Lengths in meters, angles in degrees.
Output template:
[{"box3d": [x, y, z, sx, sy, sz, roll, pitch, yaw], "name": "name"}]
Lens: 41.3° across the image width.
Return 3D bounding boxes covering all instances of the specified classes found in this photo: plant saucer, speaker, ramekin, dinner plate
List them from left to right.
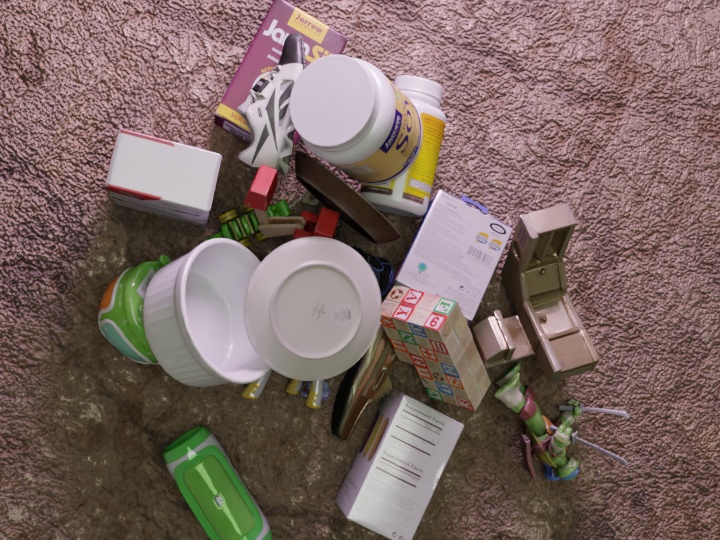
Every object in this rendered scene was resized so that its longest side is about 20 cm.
[{"box3d": [-0.208, 0.065, 1.327, 0.097, 0.200, 0.203, -17, 94, 34], "name": "ramekin"}, {"box3d": [-0.214, 0.337, 1.433, 0.088, 0.088, 0.202, -32, 96, -9], "name": "speaker"}, {"box3d": [-0.063, 0.055, 1.317, 0.197, 0.024, 0.203, -3, 99, -17], "name": "dinner plate"}, {"box3d": [-0.027, -0.101, 1.409, 0.200, 0.200, 0.035, 41, 87, -8], "name": "plant saucer"}]

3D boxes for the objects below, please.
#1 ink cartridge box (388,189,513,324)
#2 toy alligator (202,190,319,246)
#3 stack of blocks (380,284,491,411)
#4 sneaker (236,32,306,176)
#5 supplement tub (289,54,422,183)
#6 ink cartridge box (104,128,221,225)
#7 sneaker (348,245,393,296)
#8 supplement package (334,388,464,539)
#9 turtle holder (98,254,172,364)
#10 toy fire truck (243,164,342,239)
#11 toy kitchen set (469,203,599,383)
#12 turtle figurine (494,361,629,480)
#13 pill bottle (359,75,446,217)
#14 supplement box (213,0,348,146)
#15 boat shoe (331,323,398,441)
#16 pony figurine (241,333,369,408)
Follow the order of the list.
[{"box3d": [0.147, -0.029, 1.483, 0.135, 0.076, 0.202, 27, 73, -2], "name": "ink cartridge box"}, {"box3d": [-0.148, -0.081, 1.459, 0.198, 0.054, 0.060, -25, 95, -10], "name": "toy alligator"}, {"box3d": [0.113, 0.119, 1.446, 0.059, 0.114, 0.201, -54, 138, -27], "name": "stack of blocks"}, {"box3d": [-0.128, -0.242, 1.349, 0.087, 0.074, 0.203, 10, 89, -12], "name": "sneaker"}, {"box3d": [-0.005, -0.210, 1.336, 0.143, 0.200, 0.148, -3, 83, 20], "name": "supplement tub"}, {"box3d": [-0.279, -0.128, 1.363, 0.142, 0.200, 0.085, 14, 84, -10], "name": "ink cartridge box"}, {"box3d": [0.000, 0.000, 1.421, 0.070, 0.199, 0.079, 34, 117, 19], "name": "sneaker"}, {"box3d": [0.058, 0.298, 1.468, 0.108, 0.114, 0.202, 27, 84, -10], "name": "supplement package"}, {"box3d": [-0.298, 0.072, 1.400, 0.185, 0.130, 0.143, 28, 53, -48], "name": "turtle holder"}, {"box3d": [-0.101, -0.062, 1.408, 0.139, 0.201, 0.049, 18, 60, 1], "name": "toy fire truck"}, {"box3d": [0.259, 0.048, 1.437, 0.161, 0.181, 0.202, -15, 61, -11], "name": "toy kitchen set"}, {"box3d": [0.314, 0.224, 1.505, 0.194, 0.200, 0.144, 47, 48, -3], "name": "turtle figurine"}, {"box3d": [0.069, -0.191, 1.472, 0.108, 0.109, 0.203, 13, 88, -10], "name": "pill bottle"}, {"box3d": [-0.121, -0.284, 1.440, 0.130, 0.103, 0.202, 27, 85, -9], "name": "supplement box"}, {"box3d": [0.017, 0.170, 1.481, 0.073, 0.076, 0.202, 22, 87, -13], "name": "boat shoe"}, {"box3d": [-0.082, 0.100, 1.437, 0.190, 0.167, 0.203, 9, 104, -3], "name": "pony figurine"}]
